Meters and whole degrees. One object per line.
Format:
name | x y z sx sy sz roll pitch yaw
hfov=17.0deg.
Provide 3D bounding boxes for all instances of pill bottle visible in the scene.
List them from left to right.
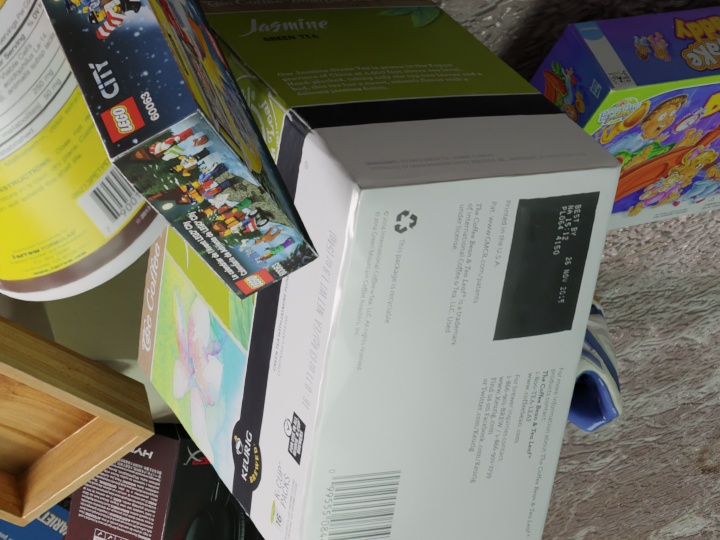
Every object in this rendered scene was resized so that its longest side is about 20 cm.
pill bottle | -0.160 -0.084 0.973 0.109 0.109 0.200 -26 133 11

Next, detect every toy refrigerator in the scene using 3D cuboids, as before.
toy refrigerator | -0.106 0.038 1.310 0.200 0.076 0.070 4 144 -41

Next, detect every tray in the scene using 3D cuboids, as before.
tray | -0.207 0.059 1.180 0.099 0.037 0.200 -36 139 24

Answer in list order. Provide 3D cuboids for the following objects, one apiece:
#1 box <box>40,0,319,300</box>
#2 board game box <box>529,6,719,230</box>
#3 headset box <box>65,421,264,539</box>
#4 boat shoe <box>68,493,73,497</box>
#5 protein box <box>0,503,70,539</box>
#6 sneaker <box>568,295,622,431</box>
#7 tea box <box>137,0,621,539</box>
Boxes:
box | -0.089 -0.100 0.923 0.038 0.200 0.137 -28 152 5
board game box | 0.165 -0.080 1.273 0.200 0.045 0.134 -11 150 -35
headset box | -0.098 0.182 1.369 0.075 0.200 0.149 14 -174 37
boat shoe | -0.154 0.111 1.415 0.201 0.074 0.063 1 139 -44
protein box | -0.225 0.252 1.466 0.199 0.135 0.200 -55 161 -19
sneaker | 0.088 0.052 1.457 0.200 0.088 0.075 7 145 -40
tea box | 0.000 0.000 1.105 0.134 0.197 0.200 -5 120 -26
